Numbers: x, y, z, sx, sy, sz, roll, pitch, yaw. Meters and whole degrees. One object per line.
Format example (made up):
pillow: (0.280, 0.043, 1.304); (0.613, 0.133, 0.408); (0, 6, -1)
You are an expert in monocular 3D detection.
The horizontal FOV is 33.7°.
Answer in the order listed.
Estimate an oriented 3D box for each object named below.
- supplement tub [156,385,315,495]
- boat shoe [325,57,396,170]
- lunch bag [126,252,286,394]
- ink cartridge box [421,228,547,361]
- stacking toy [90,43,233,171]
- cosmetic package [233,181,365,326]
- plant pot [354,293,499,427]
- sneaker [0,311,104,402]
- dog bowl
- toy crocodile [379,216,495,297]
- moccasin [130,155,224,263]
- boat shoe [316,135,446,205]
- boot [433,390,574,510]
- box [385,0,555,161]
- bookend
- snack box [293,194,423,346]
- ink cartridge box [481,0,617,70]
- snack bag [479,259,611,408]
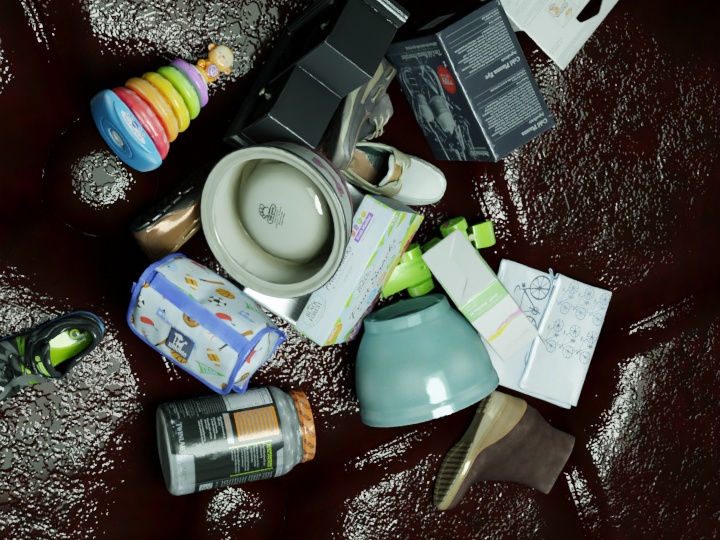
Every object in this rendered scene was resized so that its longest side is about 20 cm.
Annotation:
supplement tub: (-0.167, 0.223, 1.588); (0.198, 0.122, 0.124); (-7, 99, -17)
boat shoe: (0.008, -0.215, 1.578); (0.073, 0.075, 0.202); (22, 59, -11)
lunch bag: (-0.195, 0.067, 1.493); (0.169, 0.200, 0.124); (35, 83, 5)
ink cartridge box: (0.174, 0.045, 1.642); (0.067, 0.117, 0.200); (-38, 137, 5)
stacking toy: (-0.237, -0.226, 1.530); (0.200, 0.109, 0.117); (-41, 105, -21)
cosmetic package: (-0.075, -0.033, 1.614); (0.101, 0.071, 0.201); (34, 86, -18)
plant pot: (0.077, 0.112, 1.621); (0.198, 0.200, 0.136); (-18, 98, -16)
sneaker: (-0.418, 0.112, 1.509); (0.198, 0.083, 0.071); (-27, 104, -13)
dog bowl: (-0.097, -0.071, 1.487); (0.198, 0.074, 0.202); (9, 117, 19)
toy crocodile: (0.104, -0.020, 1.689); (0.199, 0.062, 0.068); (-29, 105, -9)
moccasin: (-0.204, -0.083, 1.565); (0.201, 0.073, 0.078); (-41, 121, -14)
boat shoe: (0.034, -0.134, 1.640); (0.198, 0.068, 0.076); (13, 93, -20)
boot: (0.214, 0.293, 1.753); (0.166, 0.072, 0.201); (33, 82, -17)
box: (0.140, -0.250, 1.592); (0.104, 0.200, 0.183); (-32, 105, -14)
bookend: (-0.058, -0.242, 1.499); (0.092, 0.198, 0.201); (34, 67, -19)
snack box: (0.000, 0.000, 1.587); (0.053, 0.142, 0.201); (31, 100, 17)
ink cartridge box: (0.281, -0.419, 1.702); (0.176, 0.045, 0.201); (41, 83, -18)
snack bag: (0.265, 0.092, 1.773); (0.198, 0.021, 0.191); (19, 91, -20)
